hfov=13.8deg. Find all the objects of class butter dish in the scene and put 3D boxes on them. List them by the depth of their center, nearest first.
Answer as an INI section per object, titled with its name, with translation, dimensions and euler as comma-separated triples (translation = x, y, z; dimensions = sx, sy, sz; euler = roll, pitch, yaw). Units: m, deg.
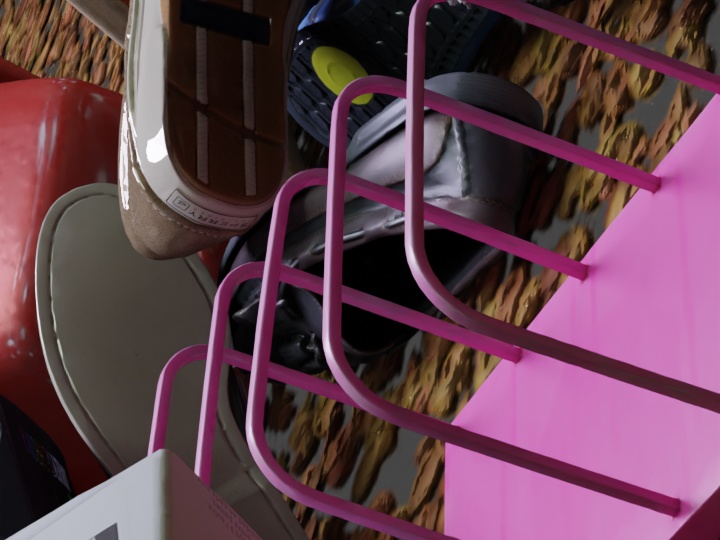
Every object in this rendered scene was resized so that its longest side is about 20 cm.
[butter dish]
translation = -0.102, 0.003, 1.265
dimensions = 0.148, 0.200, 0.200
euler = -15, 56, 41

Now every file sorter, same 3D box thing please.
[file sorter]
translation = 0.026, 0.033, 0.891
dimensions = 0.200, 0.125, 0.139
euler = 126, 156, -43

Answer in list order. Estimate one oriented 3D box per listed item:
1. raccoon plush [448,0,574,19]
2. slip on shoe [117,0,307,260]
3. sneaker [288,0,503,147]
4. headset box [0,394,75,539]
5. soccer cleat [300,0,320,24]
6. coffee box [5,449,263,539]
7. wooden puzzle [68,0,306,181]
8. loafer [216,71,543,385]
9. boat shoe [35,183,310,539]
[raccoon plush]
translation = 0.020, -0.139, 0.981
dimensions = 0.134, 0.199, 0.097
euler = -47, -35, -87
[slip on shoe]
translation = -0.057, -0.095, 1.138
dimensions = 0.061, 0.076, 0.201
euler = -43, 39, 51
[sneaker]
translation = 0.028, -0.111, 1.150
dimensions = 0.078, 0.066, 0.200
euler = -52, 0, -32
[headset box]
translation = -0.131, 0.163, 1.074
dimensions = 0.174, 0.093, 0.201
euler = 79, 173, -78
[soccer cleat]
translation = -0.023, -0.170, 1.267
dimensions = 0.086, 0.070, 0.200
euler = -23, 37, 44
[coffee box]
translation = -0.069, 0.213, 0.770
dimensions = 0.200, 0.200, 0.198
euler = -30, 35, 19
[wooden puzzle]
translation = -0.090, -0.127, 1.315
dimensions = 0.037, 0.200, 0.185
euler = -40, 26, 10
[loafer]
translation = 0.000, 0.000, 1.097
dimensions = 0.200, 0.072, 0.063
euler = -44, 36, 50
[boat shoe]
translation = -0.073, 0.064, 1.140
dimensions = 0.200, 0.072, 0.063
euler = 64, 165, 14
